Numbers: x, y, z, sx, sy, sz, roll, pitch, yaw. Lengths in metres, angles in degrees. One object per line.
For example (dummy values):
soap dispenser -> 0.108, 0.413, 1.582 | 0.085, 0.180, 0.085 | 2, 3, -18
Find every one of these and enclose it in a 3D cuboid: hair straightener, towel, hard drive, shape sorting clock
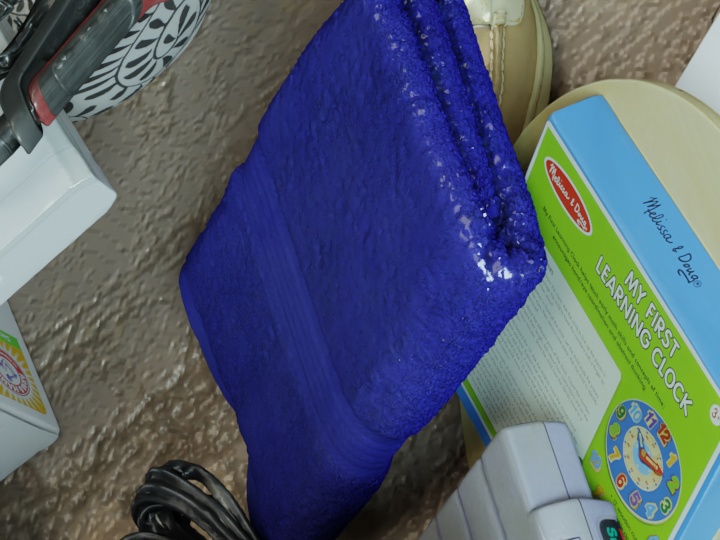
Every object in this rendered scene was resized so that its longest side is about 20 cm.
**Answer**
hair straightener -> -0.113, -0.110, 0.827 | 0.077, 0.041, 0.200 | 29, 78, 28
towel -> 0.000, 0.000, 0.774 | 0.200, 0.050, 0.148 | -56, 46, 47
hard drive -> -0.192, -0.055, 0.873 | 0.132, 0.026, 0.200 | -41, 54, 7
shape sorting clock -> 0.087, 0.037, 0.695 | 0.200, 0.039, 0.200 | 175, 90, -65

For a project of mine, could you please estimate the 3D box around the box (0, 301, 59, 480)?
box -> -0.232, 0.016, 0.945 | 0.112, 0.101, 0.200 | -39, 53, 13

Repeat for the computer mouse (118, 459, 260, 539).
computer mouse -> -0.077, 0.186, 0.795 | 0.138, 0.053, 0.200 | 40, 96, 33

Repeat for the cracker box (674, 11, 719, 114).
cracker box -> 0.168, -0.038, 0.685 | 0.134, 0.058, 0.200 | 48, 119, 39

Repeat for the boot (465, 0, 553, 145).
boot -> 0.010, -0.135, 0.810 | 0.073, 0.155, 0.200 | -10, 65, 31

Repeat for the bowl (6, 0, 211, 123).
bowl -> -0.128, -0.138, 0.946 | 0.201, 0.094, 0.201 | -14, 63, 28

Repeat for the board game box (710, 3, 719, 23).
board game box -> 0.228, -0.151, 0.746 | 0.135, 0.035, 0.200 | 25, 86, 39

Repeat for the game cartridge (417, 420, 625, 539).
game cartridge -> 0.064, 0.163, 0.677 | 0.130, 0.038, 0.200 | -55, 43, 47
